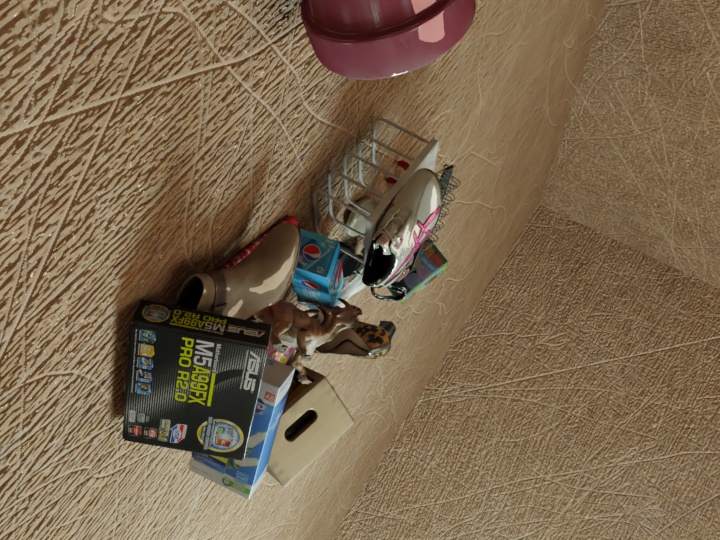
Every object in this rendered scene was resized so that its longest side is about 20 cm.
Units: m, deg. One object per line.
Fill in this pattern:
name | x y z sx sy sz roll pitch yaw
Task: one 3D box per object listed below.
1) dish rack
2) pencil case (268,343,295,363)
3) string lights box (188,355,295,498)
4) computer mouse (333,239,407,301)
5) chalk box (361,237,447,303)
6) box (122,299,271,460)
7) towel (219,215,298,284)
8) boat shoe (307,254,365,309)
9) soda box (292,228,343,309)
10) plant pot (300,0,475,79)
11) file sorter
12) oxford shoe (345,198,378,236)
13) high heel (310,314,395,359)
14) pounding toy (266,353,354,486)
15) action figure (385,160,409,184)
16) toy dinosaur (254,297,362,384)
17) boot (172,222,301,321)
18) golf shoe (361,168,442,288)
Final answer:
dish rack | 0.119 -0.098 1.155 0.200 0.054 0.155 -35 150 -57
pencil case | -0.183 0.176 1.074 0.201 0.087 0.088 -57 162 -14
string lights box | -0.168 0.208 0.943 0.059 0.102 0.202 -51 160 -63
computer mouse | 0.000 0.000 1.206 0.059 0.199 0.034 -52 -157 16
chalk box | 0.088 -0.021 1.313 0.124 0.125 0.200 -38 173 1
box | -0.203 0.140 0.830 0.044 0.158 0.202 -88 -167 -56
towel | -0.159 0.018 1.003 0.200 0.022 0.146 -45 155 -43
boat shoe | -0.038 0.020 1.281 0.200 0.071 0.069 -30 130 -55
soda box | -0.070 0.007 1.108 0.200 0.067 0.065 87 21 -70
plant pot | 0.015 -0.339 0.717 0.201 0.199 0.180 -54 146 -23
file sorter | 0.022 -0.131 1.123 0.201 0.124 0.139 -52 161 -27
oxford shoe | 0.028 -0.096 1.306 0.076 0.057 0.200 -64 161 13
high heel | -0.045 0.111 1.094 0.143 0.198 0.072 -39 124 -77
pounding toy | -0.123 0.222 1.155 0.200 0.143 0.184 -39 -161 -20
action figure | 0.098 -0.158 1.424 0.066 0.099 0.200 -55 140 -10
toy dinosaur | -0.105 0.080 1.029 0.086 0.199 0.137 -38 -145 44
boot | -0.164 0.019 0.868 0.201 0.070 0.146 -62 155 7
golf shoe | 0.063 -0.058 1.022 0.092 0.072 0.202 -26 142 -60
